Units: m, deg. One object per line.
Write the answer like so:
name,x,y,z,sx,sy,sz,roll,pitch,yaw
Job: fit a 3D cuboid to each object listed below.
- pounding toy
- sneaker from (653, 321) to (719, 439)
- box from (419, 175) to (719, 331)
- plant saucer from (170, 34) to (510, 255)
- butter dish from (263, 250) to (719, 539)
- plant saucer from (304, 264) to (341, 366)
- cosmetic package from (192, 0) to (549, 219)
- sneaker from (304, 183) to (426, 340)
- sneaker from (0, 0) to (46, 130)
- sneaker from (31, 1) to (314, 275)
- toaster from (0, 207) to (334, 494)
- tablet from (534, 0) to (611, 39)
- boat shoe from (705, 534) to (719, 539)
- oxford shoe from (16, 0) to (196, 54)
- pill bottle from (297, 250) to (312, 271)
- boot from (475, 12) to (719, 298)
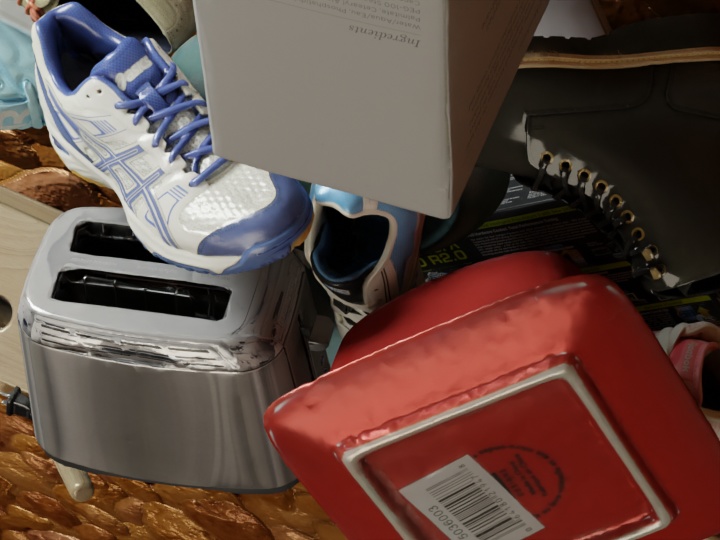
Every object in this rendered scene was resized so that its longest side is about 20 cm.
pounding toy,-0.220,0.033,1.357,0.199,0.143,0.184,23,-177,3
sneaker,0.140,0.056,1.200,0.199,0.076,0.105,19,150,-5
box,0.125,0.003,1.245,0.199,0.044,0.160,-11,131,41
plant saucer,-0.018,-0.062,1.166,0.199,0.028,0.200,12,148,8
butter dish,0.074,0.063,1.117,0.199,0.148,0.200,-24,127,18
plant saucer,-0.031,0.038,1.269,0.070,0.019,0.200,-17,132,31
cosmetic package,0.017,-0.170,0.926,0.122,0.200,0.200,15,143,16
sneaker,0.000,0.000,1.149,0.072,0.072,0.200,32,149,25
sneaker,-0.197,-0.106,1.273,0.199,0.082,0.074,23,148,3
sneaker,-0.107,-0.070,1.093,0.200,0.075,0.088,31,150,36
toaster,-0.112,0.041,1.194,0.199,0.114,0.130,8,138,10
tablet,0.036,-0.138,1.139,0.199,0.014,0.130,1,140,32
boat shoe,0.174,0.140,1.286,0.071,0.200,0.065,5,110,-15
oxford shoe,-0.174,-0.172,1.170,0.199,0.075,0.071,15,146,14
pill bottle,-0.083,0.026,1.347,0.113,0.114,0.201,12,136,19
boot,0.105,-0.040,1.036,0.199,0.139,0.077,-13,164,-2
